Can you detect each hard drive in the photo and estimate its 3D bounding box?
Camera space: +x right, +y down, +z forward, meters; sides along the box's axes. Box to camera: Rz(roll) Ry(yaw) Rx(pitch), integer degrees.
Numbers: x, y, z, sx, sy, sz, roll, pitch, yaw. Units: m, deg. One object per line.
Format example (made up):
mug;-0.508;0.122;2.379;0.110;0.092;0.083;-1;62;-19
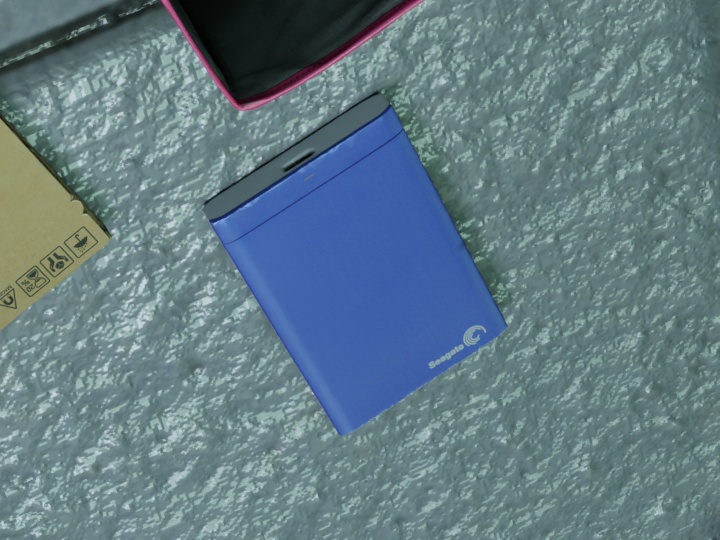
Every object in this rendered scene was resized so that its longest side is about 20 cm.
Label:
hard drive;0.000;0.000;1.625;0.131;0.025;0.201;-33;129;-3

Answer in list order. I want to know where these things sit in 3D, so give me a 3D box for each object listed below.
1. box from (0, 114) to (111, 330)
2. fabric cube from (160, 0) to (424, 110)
box;-0.266;-0.009;1.493;0.200;0.021;0.164;-39;129;2
fabric cube;-0.057;-0.241;1.307;0.196;0.200;0.200;-34;129;-2
